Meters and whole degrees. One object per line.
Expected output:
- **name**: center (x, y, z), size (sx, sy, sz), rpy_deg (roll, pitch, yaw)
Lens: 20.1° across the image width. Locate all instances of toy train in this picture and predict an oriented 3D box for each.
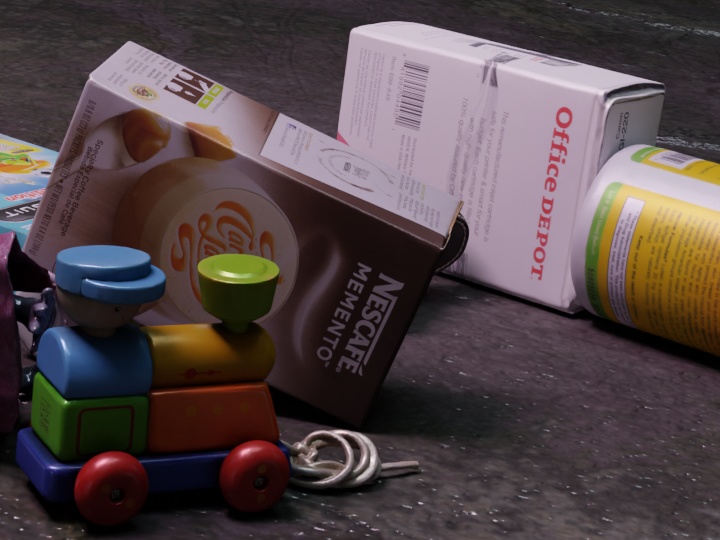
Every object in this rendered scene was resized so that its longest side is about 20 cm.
- **toy train**: center (-0.056, 0.045, 0.948), size (0.199, 0.116, 0.085), rpy_deg (-2, 20, -27)

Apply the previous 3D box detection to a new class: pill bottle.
- **pill bottle**: center (0.236, 0.001, 1.217), size (0.199, 0.112, 0.111), rpy_deg (19, 21, 34)

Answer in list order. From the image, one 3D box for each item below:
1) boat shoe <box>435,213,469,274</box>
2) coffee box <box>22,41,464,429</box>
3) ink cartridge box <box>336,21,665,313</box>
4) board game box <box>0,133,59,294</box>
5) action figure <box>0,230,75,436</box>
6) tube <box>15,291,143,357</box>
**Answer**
- **boat shoe**: center (0.000, 0.000, 1.212), size (0.199, 0.074, 0.065), rpy_deg (-15, 38, -43)
- **coffee box**: center (-0.061, -0.020, 1.063), size (0.199, 0.115, 0.080), rpy_deg (25, 22, 1)
- **ink cartridge box**: center (0.086, -0.072, 1.329), size (0.199, 0.147, 0.085), rpy_deg (19, 19, 34)
- **board game box**: center (-0.227, -0.039, 1.268), size (0.199, 0.047, 0.151), rpy_deg (17, 20, 31)
- **action figure**: center (-0.239, 0.008, 0.964), size (0.199, 0.135, 0.149), rpy_deg (10, 16, 2)
- **tube**: center (-0.117, 0.005, 1.160), size (0.052, 0.058, 0.200), rpy_deg (15, 21, 26)
